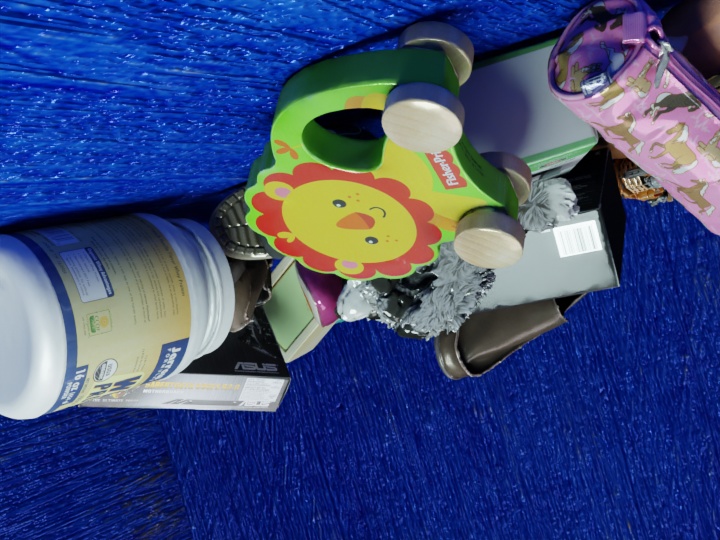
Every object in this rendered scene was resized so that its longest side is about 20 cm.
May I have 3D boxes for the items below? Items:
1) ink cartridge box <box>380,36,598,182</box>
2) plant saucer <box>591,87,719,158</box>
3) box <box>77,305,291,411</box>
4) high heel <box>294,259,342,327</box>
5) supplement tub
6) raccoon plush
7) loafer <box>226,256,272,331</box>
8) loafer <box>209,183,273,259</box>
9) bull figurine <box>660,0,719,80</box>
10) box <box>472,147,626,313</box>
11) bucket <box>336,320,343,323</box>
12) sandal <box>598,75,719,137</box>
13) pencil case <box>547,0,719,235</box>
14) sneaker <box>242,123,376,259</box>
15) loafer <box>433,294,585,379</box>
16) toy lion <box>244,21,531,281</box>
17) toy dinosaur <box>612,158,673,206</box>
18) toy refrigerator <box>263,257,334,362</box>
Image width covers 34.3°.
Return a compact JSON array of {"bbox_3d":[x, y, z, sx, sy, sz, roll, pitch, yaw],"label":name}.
[{"bbox_3d":[0.097,-0.104,0.913,0.144,0.085,0.200,-17,177,4],"label":"ink cartridge box"},{"bbox_3d":[0.294,-0.153,1.079,0.198,0.038,0.200,-23,-167,5],"label":"plant saucer"},{"bbox_3d":[-0.182,0.061,1.120,0.198,0.159,0.049,6,128,-28],"label":"box"},{"bbox_3d":[0.000,0.000,1.031,0.095,0.068,0.200,-22,179,6],"label":"high heel"},{"bbox_3d":[-0.215,0.030,0.959,0.144,0.146,0.199,-21,175,43],"label":"supplement tub"},{"bbox_3d":[0.072,-0.007,0.929,0.198,0.098,0.134,-15,-176,-4],"label":"raccoon plush"},{"bbox_3d":[-0.121,0.003,1.140,0.072,0.072,0.200,-17,-162,16],"label":"loafer"},{"bbox_3d":[-0.041,-0.055,1.064,0.198,0.076,0.068,-17,171,-12],"label":"loafer"},{"bbox_3d":[0.255,-0.173,0.816,0.120,0.066,0.200,-20,180,-28],"label":"bull figurine"},{"bbox_3d":[0.126,-0.030,1.023,0.198,0.080,0.141,-11,-155,21],"label":"box"},{"bbox_3d":[0.017,-0.025,1.320,0.205,0.136,0.207,-18,177,-1],"label":"bucket"},{"bbox_3d":[0.246,-0.162,0.981,0.081,0.055,0.199,-33,-172,-37],"label":"sandal"},{"bbox_3d":[0.216,-0.100,0.792,0.199,0.087,0.083,34,109,-31],"label":"pencil case"},{"bbox_3d":[-0.028,-0.079,0.938,0.086,0.081,0.200,-38,-173,-27],"label":"sneaker"},{"bbox_3d":[0.149,0.026,1.057,0.200,0.073,0.071,-40,-156,-21],"label":"loafer"},{"bbox_3d":[0.004,-0.060,0.760,0.190,0.069,0.200,-5,146,24],"label":"toy lion"},{"bbox_3d":[0.317,-0.101,1.103,0.198,0.104,0.135,8,-169,29],"label":"toy dinosaur"},{"bbox_3d":[-0.033,-0.003,1.203,0.200,0.076,0.070,-49,168,25],"label":"toy refrigerator"}]
